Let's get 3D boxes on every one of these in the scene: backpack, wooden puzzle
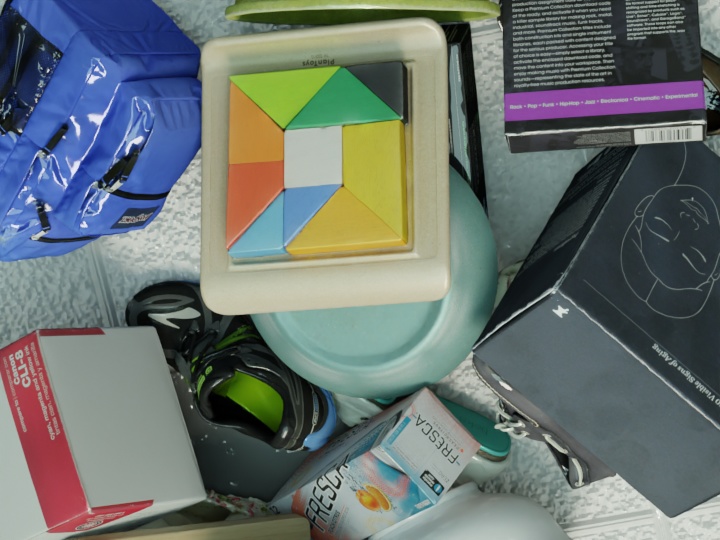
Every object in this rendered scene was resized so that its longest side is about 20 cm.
[{"bbox_3d":[-0.220,-0.097,1.678,0.168,0.162,0.200,47,113,22],"label":"backpack"},{"bbox_3d":[-0.028,-0.075,1.605,0.183,0.037,0.202,-4,81,15],"label":"wooden puzzle"}]

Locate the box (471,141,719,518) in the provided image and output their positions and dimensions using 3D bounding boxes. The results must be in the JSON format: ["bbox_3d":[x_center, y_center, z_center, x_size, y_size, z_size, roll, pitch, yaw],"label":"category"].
[{"bbox_3d":[0.220,0.031,1.633,0.200,0.197,0.124,40,142,-8],"label":"box"}]

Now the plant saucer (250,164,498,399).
[{"bbox_3d":[0.000,0.000,1.648,0.198,0.036,0.202,3,103,15],"label":"plant saucer"}]

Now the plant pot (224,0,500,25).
[{"bbox_3d":[0.001,-0.273,1.621,0.199,0.200,0.186,0,92,7],"label":"plant pot"}]

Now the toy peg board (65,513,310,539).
[{"bbox_3d":[-0.149,0.287,1.745,0.199,0.098,0.201,-3,99,-28],"label":"toy peg board"}]

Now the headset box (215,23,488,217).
[{"bbox_3d":[-0.010,-0.086,1.706,0.198,0.093,0.176,-5,104,9],"label":"headset box"}]

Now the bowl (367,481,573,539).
[{"bbox_3d":[0.068,0.223,1.739,0.200,0.201,0.091,-31,79,13],"label":"bowl"}]

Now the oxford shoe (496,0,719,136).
[{"bbox_3d":[0.193,-0.159,1.667,0.199,0.084,0.073,23,108,3],"label":"oxford shoe"}]

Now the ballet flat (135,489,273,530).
[{"bbox_3d":[-0.128,0.210,1.812,0.198,0.064,0.076,14,105,3],"label":"ballet flat"}]

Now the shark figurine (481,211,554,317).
[{"bbox_3d":[0.171,0.046,1.739,0.214,0.129,0.089,31,133,-19],"label":"shark figurine"}]

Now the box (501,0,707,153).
[{"bbox_3d":[0.173,-0.183,1.630,0.142,0.036,0.202,-3,67,8],"label":"box"}]

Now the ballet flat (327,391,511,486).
[{"bbox_3d":[0.024,0.109,1.772,0.199,0.069,0.070,34,106,-3],"label":"ballet flat"}]

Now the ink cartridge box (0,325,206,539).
[{"bbox_3d":[-0.250,0.144,1.724,0.199,0.145,0.146,-26,76,30],"label":"ink cartridge box"}]

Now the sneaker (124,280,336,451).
[{"bbox_3d":[-0.106,0.071,1.748,0.199,0.083,0.071,37,110,24],"label":"sneaker"}]

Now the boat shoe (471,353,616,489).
[{"bbox_3d":[0.135,0.114,1.708,0.063,0.073,0.200,-38,137,15],"label":"boat shoe"}]

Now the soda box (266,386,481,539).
[{"bbox_3d":[0.007,0.157,1.721,0.064,0.068,0.200,45,147,-6],"label":"soda box"}]
